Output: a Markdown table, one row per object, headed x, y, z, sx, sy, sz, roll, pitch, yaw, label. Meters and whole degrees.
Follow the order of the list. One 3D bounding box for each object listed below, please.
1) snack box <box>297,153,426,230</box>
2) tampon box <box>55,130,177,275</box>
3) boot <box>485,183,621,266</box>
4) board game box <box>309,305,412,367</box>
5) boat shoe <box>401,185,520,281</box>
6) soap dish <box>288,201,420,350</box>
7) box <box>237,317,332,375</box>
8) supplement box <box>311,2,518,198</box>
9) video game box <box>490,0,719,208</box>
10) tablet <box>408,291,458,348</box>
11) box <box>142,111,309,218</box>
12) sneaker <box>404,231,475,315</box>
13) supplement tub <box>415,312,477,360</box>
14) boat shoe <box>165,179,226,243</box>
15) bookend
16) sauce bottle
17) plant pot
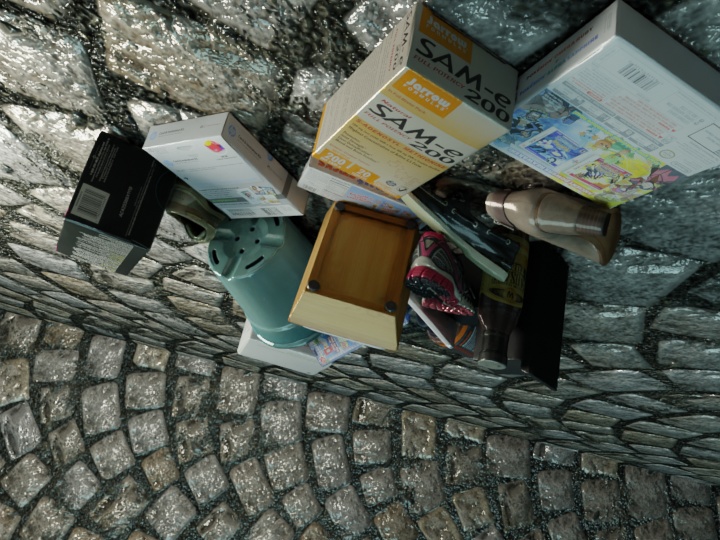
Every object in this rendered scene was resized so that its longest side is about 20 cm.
| x | y | z | sx | sy | sz | roll | pitch | yaw | label |
| --- | --- | --- | --- | --- | --- | --- | --- | --- | --- |
| 0.010 | -0.107 | 0.820 | 0.196 | 0.025 | 0.072 | 20 | 160 | -15 | snack box |
| -0.395 | -0.099 | 0.921 | 0.124 | 0.153 | 0.199 | 23 | 157 | -26 | tampon box |
| 0.247 | -0.063 | 0.734 | 0.144 | 0.072 | 0.199 | 16 | 177 | 31 | boot |
| 0.034 | 0.080 | 1.039 | 0.198 | 0.199 | 0.063 | -30 | 90 | 44 | board game box |
| 0.135 | -0.071 | 0.771 | 0.198 | 0.067 | 0.075 | 39 | -179 | -1 | boat shoe |
| 0.000 | 0.000 | 0.810 | 0.154 | 0.203 | 0.082 | 15 | 143 | 2 | soap dish |
| -0.155 | 0.119 | 1.297 | 0.195 | 0.175 | 0.200 | 18 | 159 | -13 | box |
| 0.048 | -0.159 | 0.593 | 0.124 | 0.075 | 0.199 | 22 | 158 | -23 | supplement box |
| 0.244 | -0.142 | 0.554 | 0.197 | 0.048 | 0.182 | 22 | 156 | -21 | video game box |
| 0.118 | 0.055 | 0.964 | 0.130 | 0.014 | 0.200 | 48 | -165 | 2 | tablet |
| -0.190 | -0.143 | 0.836 | 0.153 | 0.042 | 0.200 | 1 | 157 | 31 | box |
| 0.125 | 0.014 | 0.823 | 0.079 | 0.076 | 0.200 | 9 | 164 | 22 | sneaker |
| 0.204 | 0.111 | 1.142 | 0.197 | 0.109 | 0.106 | 26 | 156 | -30 | supplement tub |
| -0.285 | -0.082 | 1.017 | 0.070 | 0.066 | 0.201 | 8 | 159 | 14 | boat shoe |
| 0.213 | 0.076 | 0.911 | 0.196 | 0.204 | 0.091 | -9 | 150 | 44 | bookend |
| 0.202 | 0.037 | 0.818 | 0.064 | 0.204 | 0.066 | 9 | 159 | 4 | sauce bottle |
| -0.152 | 0.000 | 0.989 | 0.196 | 0.204 | 0.197 | 3 | 149 | 26 | plant pot |
